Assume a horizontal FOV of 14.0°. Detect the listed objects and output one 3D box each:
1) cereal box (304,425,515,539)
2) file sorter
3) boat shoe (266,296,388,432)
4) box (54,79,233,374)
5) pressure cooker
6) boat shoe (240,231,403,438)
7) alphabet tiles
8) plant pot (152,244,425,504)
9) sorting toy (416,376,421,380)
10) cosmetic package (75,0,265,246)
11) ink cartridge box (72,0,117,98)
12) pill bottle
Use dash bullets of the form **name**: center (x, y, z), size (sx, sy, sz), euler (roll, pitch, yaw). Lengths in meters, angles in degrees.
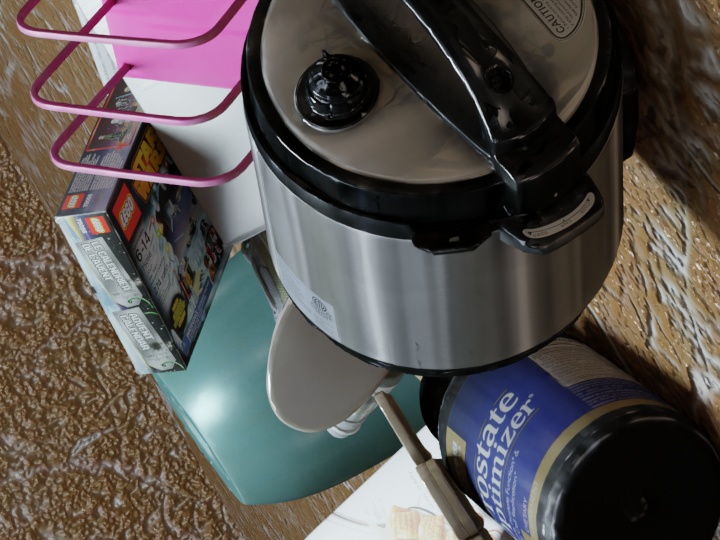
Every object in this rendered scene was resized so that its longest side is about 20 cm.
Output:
- **cereal box**: center (0.072, 0.168, 1.850), size (0.144, 0.200, 0.039), euler (53, -152, 16)
- **file sorter**: center (-0.121, -0.162, 1.665), size (0.138, 0.126, 0.201), euler (8, 129, 25)
- **boat shoe**: center (0.000, 0.000, 1.720), size (0.074, 0.201, 0.093), euler (25, 177, -3)
- **box**: center (-0.124, -0.053, 1.868), size (0.201, 0.040, 0.137), euler (-72, -33, -43)
- **pressure cooker**: center (0.035, -0.066, 1.319), size (0.200, 0.175, 0.179), euler (80, -160, -57)
- **boat shoe**: center (-0.033, 0.016, 1.880), size (0.065, 0.074, 0.202), euler (-56, 45, 30)
- **alphabet tiles**: center (0.067, 0.154, 1.718), size (0.196, 0.015, 0.200), euler (59, -179, 5)
- **plant pot**: center (-0.057, 0.078, 2.174), size (0.201, 0.161, 0.201), euler (54, 171, 12)
- **sorting toy**: center (0.019, -0.005, 1.948), size (0.200, 0.036, 0.186), euler (48, 161, 50)
- **cosmetic package**: center (-0.083, -0.129, 1.826), size (0.090, 0.107, 0.201), euler (-21, 101, 34)
- **ink cartridge box**: center (-0.121, -0.139, 2.006), size (0.174, 0.043, 0.201), euler (-62, -40, -53)
- **pill bottle**: center (0.111, 0.098, 1.642), size (0.112, 0.112, 0.200), euler (63, 168, -27)
